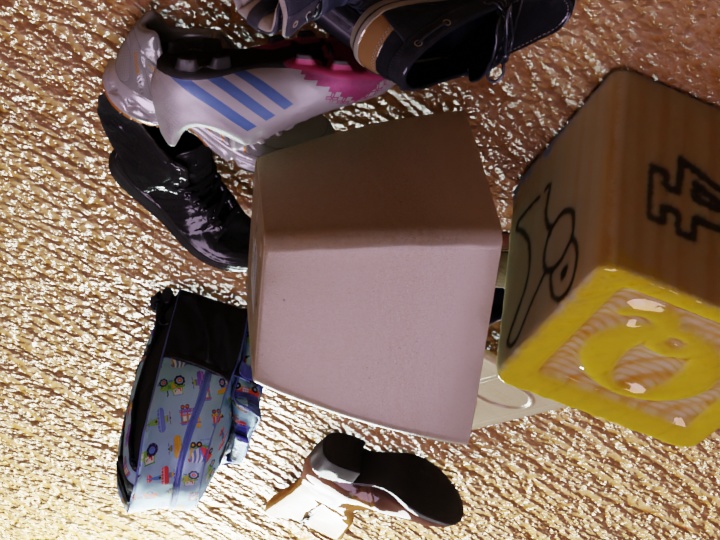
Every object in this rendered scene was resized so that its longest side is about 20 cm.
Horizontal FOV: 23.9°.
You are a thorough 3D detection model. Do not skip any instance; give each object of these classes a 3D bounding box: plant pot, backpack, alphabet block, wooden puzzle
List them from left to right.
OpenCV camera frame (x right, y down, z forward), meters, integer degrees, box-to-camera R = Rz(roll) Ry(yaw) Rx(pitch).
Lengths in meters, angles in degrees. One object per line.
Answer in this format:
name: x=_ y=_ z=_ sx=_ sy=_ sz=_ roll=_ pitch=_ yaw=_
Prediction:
backpack: x=-0.170 y=0.147 z=1.696 sx=0.133 sy=0.202 sz=0.183 roll=14 pitch=144 yaw=-6
plant pot: x=0.000 y=0.000 z=1.368 sx=0.175 sy=0.201 sz=0.201 roll=2 pitch=123 yaw=-7
wooden puzzle: x=0.090 y=0.099 z=1.682 sx=0.199 sy=0.047 sz=0.185 roll=25 pitch=154 yaw=-28
alphabet block: x=0.239 y=-0.006 z=1.380 sx=0.195 sy=0.202 sz=0.196 roll=19 pitch=145 yaw=-13

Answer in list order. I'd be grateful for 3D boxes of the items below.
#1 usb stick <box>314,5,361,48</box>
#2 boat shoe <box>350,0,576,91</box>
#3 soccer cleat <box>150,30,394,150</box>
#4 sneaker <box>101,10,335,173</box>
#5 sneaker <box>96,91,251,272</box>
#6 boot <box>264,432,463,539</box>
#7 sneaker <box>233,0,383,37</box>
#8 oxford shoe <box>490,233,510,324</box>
usb stick: x=-0.064 y=-0.231 z=1.279 sx=0.199 sy=0.033 sz=0.055 roll=35 pitch=-177 yaw=-30
boat shoe: x=0.085 y=-0.171 z=1.233 sx=0.199 sy=0.062 sz=0.075 roll=-17 pitch=141 yaw=-35
soccer cleat: x=-0.068 y=-0.139 z=1.343 sx=0.198 sy=0.070 sz=0.087 roll=-2 pitch=122 yaw=-15
sneaker: x=-0.107 y=-0.146 z=1.387 sx=0.198 sy=0.076 sz=0.092 roll=18 pitch=137 yaw=-15
sneaker: x=-0.151 y=-0.082 z=1.475 sx=0.199 sy=0.060 sz=0.104 roll=38 pitch=145 yaw=-7
boot: x=0.002 y=0.275 z=1.946 sx=0.187 sy=0.069 sz=0.200 roll=18 pitch=145 yaw=-12
sneaker: x=-0.016 y=-0.194 z=1.226 sx=0.077 sy=0.146 sz=0.203 roll=31 pitch=155 yaw=40
oxford shoe: x=0.083 y=0.017 z=1.560 sx=0.198 sy=0.074 sz=0.071 roll=-11 pitch=140 yaw=27
